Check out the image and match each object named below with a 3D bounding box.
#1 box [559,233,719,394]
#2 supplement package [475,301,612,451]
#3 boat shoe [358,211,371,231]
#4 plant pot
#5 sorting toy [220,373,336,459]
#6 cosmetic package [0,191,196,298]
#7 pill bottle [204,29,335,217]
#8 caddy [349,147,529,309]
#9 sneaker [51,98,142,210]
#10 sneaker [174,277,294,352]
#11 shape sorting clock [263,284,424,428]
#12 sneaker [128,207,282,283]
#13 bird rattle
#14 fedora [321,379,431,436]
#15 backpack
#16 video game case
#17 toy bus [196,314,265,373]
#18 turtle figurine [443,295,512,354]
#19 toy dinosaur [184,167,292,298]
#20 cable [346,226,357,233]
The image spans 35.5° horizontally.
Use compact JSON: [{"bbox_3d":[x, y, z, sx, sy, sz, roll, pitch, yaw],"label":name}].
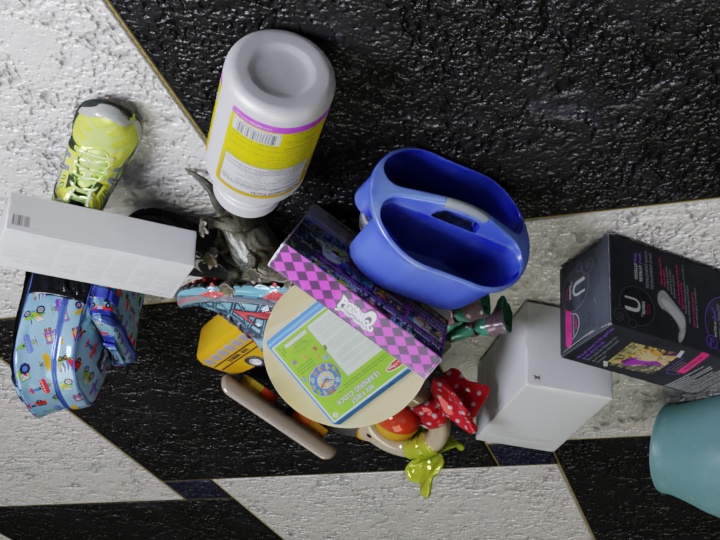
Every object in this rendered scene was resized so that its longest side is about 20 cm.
[{"bbox_3d":[0.345,0.055,1.327,0.200,0.122,0.106,17,148,-19],"label":"box"},{"bbox_3d":[0.241,0.146,1.500,0.120,0.121,0.200,11,150,-9],"label":"supplement package"},{"bbox_3d":[0.078,-0.025,1.280,0.200,0.072,0.072,19,148,-23],"label":"boat shoe"},{"bbox_3d":[0.524,0.263,1.610,0.188,0.200,0.200,2,154,36],"label":"plant pot"},{"bbox_3d":[-0.117,0.198,1.607,0.185,0.037,0.200,35,175,-3],"label":"sorting toy"},{"bbox_3d":[-0.284,-0.026,1.205,0.200,0.051,0.083,12,146,-24],"label":"cosmetic package"},{"bbox_3d":[-0.094,-0.133,1.090,0.104,0.104,0.200,11,150,-10],"label":"pill bottle"},{"bbox_3d":[0.084,-0.045,1.176,0.200,0.142,0.105,19,148,-25],"label":"caddy"},{"bbox_3d":[-0.281,-0.105,1.192,0.075,0.077,0.200,15,147,-14],"label":"sneaker"},{"bbox_3d":[-0.134,0.054,1.375,0.200,0.096,0.079,2,-172,15],"label":"sneaker"},{"bbox_3d":[-0.016,0.093,1.334,0.200,0.200,0.039,2,-167,6],"label":"shape sorting clock"},{"bbox_3d":[-0.182,-0.024,1.337,0.200,0.076,0.091,13,161,-5],"label":"sneaker"},{"bbox_3d":[0.072,0.202,1.484,0.163,0.113,0.200,16,141,6],"label":"bird rattle"},{"bbox_3d":[0.012,0.146,1.564,0.177,0.090,0.200,1,144,3],"label":"fedora"},{"bbox_3d":[-0.354,0.080,1.398,0.134,0.200,0.183,4,149,2],"label":"backpack"},{"bbox_3d":[0.006,0.017,1.209,0.200,0.181,0.036,36,107,-4],"label":"video game case"},{"bbox_3d":[-0.137,0.073,1.488,0.078,0.065,0.200,23,146,-25],"label":"toy bus"},{"bbox_3d":[0.079,0.070,1.392,0.200,0.101,0.150,-16,169,26],"label":"turtle figurine"},{"bbox_3d":[-0.131,-0.034,1.270,0.200,0.102,0.077,44,127,0],"label":"toy dinosaur"},{"bbox_3d":[0.000,0.000,1.383,0.097,0.050,0.200,1,161,1],"label":"cable"}]
